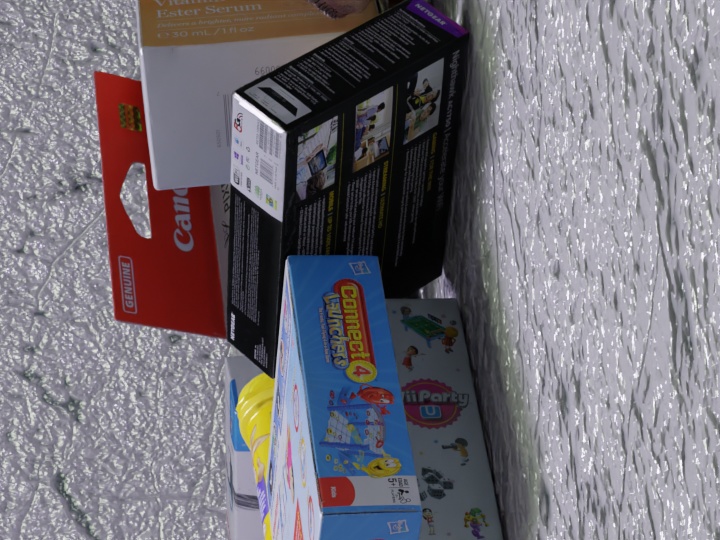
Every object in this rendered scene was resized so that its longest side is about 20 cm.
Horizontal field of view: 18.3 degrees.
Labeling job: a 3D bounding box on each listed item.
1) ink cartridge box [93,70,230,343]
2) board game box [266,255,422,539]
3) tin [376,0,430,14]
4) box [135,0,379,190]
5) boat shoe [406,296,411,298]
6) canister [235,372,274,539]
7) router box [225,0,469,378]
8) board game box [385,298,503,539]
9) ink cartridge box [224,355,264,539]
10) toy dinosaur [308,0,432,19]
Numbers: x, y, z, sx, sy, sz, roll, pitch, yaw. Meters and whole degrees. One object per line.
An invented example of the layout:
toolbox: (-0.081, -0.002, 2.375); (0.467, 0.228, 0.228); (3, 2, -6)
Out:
ink cartridge box: (-0.088, -0.046, 1.509); (0.044, 0.173, 0.201); (-39, 49, 43)
board game box: (-0.014, 0.129, 1.297); (0.196, 0.056, 0.201); (-100, 12, -45)
tin: (0.022, -0.155, 1.498); (0.112, 0.042, 0.201); (-145, 54, -76)
box: (-0.069, -0.155, 1.459); (0.200, 0.151, 0.107); (-102, 8, -53)
boat shoe: (0.000, 0.000, 1.588); (0.200, 0.072, 0.065); (-96, 5, -58)
canister: (-0.022, 0.187, 1.634); (0.201, 0.086, 0.149); (-103, -11, -45)
router box: (-0.010, -0.048, 1.350); (0.051, 0.149, 0.201); (38, 142, 30)
board game box: (0.037, 0.138, 1.358); (0.201, 0.064, 0.148); (-99, 11, -45)
ink cartridge box: (-0.099, 0.209, 2.381); (0.147, 0.085, 0.201); (-110, 20, -68)
toy dinosaur: (-0.003, -0.193, 1.323); (0.200, 0.085, 0.136); (-53, -26, -43)
